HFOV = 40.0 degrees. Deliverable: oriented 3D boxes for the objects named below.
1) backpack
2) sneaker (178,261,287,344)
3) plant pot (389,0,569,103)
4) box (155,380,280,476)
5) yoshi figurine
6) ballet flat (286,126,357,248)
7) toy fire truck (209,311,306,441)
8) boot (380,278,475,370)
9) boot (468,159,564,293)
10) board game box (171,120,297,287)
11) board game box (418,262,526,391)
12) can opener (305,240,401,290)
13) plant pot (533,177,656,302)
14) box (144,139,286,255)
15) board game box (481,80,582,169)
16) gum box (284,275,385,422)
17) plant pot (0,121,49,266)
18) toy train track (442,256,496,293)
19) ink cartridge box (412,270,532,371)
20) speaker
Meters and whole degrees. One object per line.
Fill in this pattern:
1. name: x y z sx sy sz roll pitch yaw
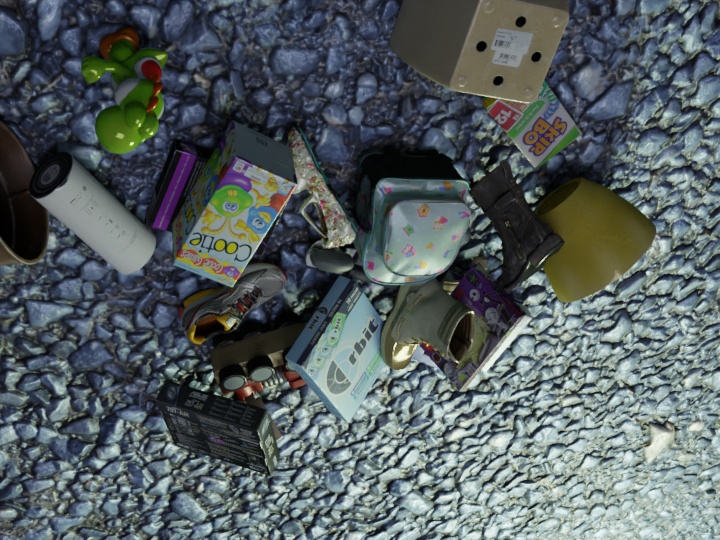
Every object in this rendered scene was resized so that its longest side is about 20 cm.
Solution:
1. backpack: 0.076 -0.070 1.564 0.173 0.154 0.202 -3 132 -21
2. sneaker: -0.204 0.059 1.625 0.198 0.083 0.078 -30 130 8
3. plant pot: 0.176 -0.339 1.361 0.196 0.178 0.202 6 127 -20
4. box: -0.247 0.276 1.726 0.196 0.044 0.162 13 143 16
5. yoshi figurine: -0.310 -0.225 1.293 0.110 0.201 0.113 2 128 -18
6. ballet flat: -0.071 -0.117 1.502 0.063 0.076 0.202 -31 109 -5
7. toy fire truck: -0.155 0.197 1.735 0.173 0.130 0.201 -17 142 -3
8. boot: 0.114 0.115 1.672 0.071 0.154 0.203 -7 125 -39
9. boot: 0.236 -0.071 1.614 0.069 0.175 0.200 -30 167 -34
10. board game box: -0.188 -0.095 1.446 0.104 0.104 0.201 21 120 -25
11. board game box: 0.184 0.098 1.680 0.032 0.120 0.201 -16 148 -44
12. can opener: 0.000 0.000 1.648 0.197 0.067 0.054 16 122 -26
13. plant pot: 0.367 -0.068 1.642 0.199 0.200 0.143 -37 101 14
14. box: -0.215 -0.108 1.522 0.197 0.036 0.144 16 122 -25
15. board game box: 0.275 -0.235 1.553 0.095 0.030 0.199 -37 140 14
16. gum box: -0.028 0.137 1.688 0.171 0.044 0.201 -56 142 -18
17. plant pot: -0.562 -0.083 1.349 0.195 0.202 0.202 -14 131 6
18. toy train track: 0.193 0.070 1.730 0.112 0.033 0.203 -2 124 -17
19. ink cartridge box: 0.181 0.115 1.809 0.197 0.041 0.201 22 118 -30
20. speaker: -0.387 -0.080 1.450 0.080 0.082 0.200 -31 136 9
